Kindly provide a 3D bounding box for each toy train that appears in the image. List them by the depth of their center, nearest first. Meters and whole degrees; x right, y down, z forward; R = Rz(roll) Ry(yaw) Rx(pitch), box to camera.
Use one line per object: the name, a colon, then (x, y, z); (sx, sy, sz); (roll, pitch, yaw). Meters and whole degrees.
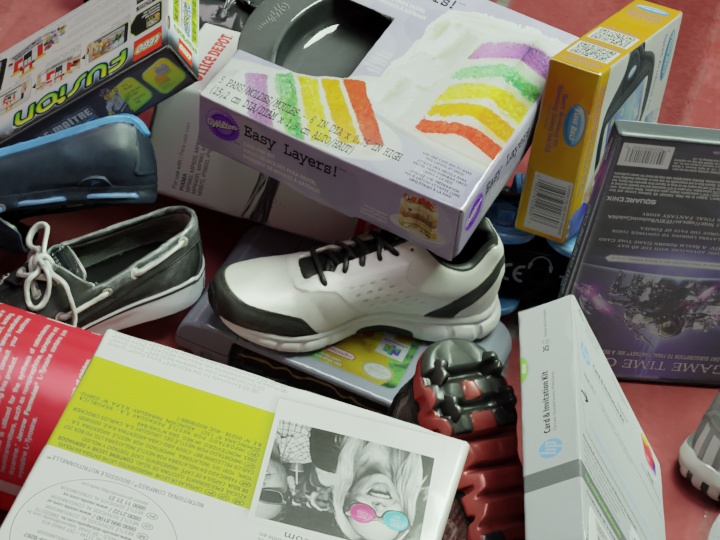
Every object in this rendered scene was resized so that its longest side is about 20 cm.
toy train: (0.143, -0.015, 1.463); (0.198, 0.087, 0.115); (9, 31, -3)

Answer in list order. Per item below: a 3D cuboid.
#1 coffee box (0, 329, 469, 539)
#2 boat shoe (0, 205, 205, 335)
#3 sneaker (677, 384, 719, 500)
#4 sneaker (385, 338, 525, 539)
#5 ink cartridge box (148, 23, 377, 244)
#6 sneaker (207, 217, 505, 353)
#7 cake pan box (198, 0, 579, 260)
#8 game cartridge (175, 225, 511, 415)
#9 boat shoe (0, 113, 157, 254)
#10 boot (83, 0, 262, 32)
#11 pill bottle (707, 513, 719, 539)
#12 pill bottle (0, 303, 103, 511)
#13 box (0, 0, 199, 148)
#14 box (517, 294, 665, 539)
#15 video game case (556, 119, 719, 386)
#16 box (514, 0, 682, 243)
coffee box: (-0.080, 0.188, 1.062); (0.198, 0.201, 0.198); (18, 40, 4)
boat shoe: (-0.188, 0.012, 1.322); (0.198, 0.068, 0.074); (-17, 46, -18)
sneaker: (0.288, 0.063, 1.385); (0.075, 0.116, 0.200); (32, 43, 21)
sneaker: (0.065, 0.147, 1.259); (0.070, 0.098, 0.202); (-2, 65, -37)
ink cartridge box: (-0.039, -0.089, 1.464); (0.198, 0.084, 0.144); (16, 24, 2)
sneaker: (0.000, 0.000, 1.349); (0.198, 0.080, 0.074); (-4, 44, -19)
cake pan box: (0.017, -0.117, 1.371); (0.199, 0.053, 0.184); (25, 50, 16)
game cartridge: (-0.006, 0.041, 1.387); (0.198, 0.041, 0.134); (22, 37, 8)
boat shoe: (-0.226, -0.041, 1.353); (0.198, 0.069, 0.084); (-17, 2, 13)
boot: (-0.094, -0.222, 1.648); (0.199, 0.066, 0.165); (21, 38, 15)
pill bottle: (0.277, 0.165, 1.265); (0.116, 0.117, 0.200); (35, 44, 23)
pill bottle: (-0.210, 0.076, 1.221); (0.198, 0.113, 0.113); (18, 40, 3)
box: (-0.198, -0.124, 1.421); (0.199, 0.035, 0.111); (-27, 38, 19)
box: (0.138, 0.137, 1.230); (0.041, 0.156, 0.201); (-18, 38, 18)
video game case: (0.206, -0.007, 1.375); (0.141, 0.201, 0.019); (4, 40, -12)
box: (0.166, -0.106, 1.426); (0.041, 0.120, 0.200); (20, 27, 21)
